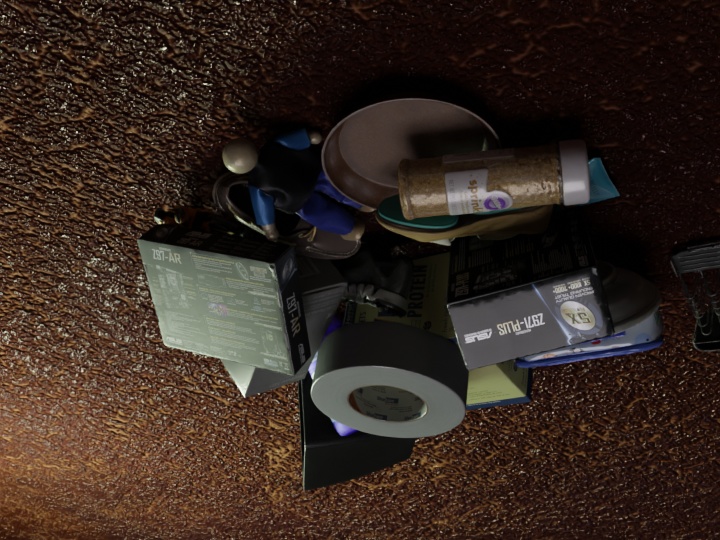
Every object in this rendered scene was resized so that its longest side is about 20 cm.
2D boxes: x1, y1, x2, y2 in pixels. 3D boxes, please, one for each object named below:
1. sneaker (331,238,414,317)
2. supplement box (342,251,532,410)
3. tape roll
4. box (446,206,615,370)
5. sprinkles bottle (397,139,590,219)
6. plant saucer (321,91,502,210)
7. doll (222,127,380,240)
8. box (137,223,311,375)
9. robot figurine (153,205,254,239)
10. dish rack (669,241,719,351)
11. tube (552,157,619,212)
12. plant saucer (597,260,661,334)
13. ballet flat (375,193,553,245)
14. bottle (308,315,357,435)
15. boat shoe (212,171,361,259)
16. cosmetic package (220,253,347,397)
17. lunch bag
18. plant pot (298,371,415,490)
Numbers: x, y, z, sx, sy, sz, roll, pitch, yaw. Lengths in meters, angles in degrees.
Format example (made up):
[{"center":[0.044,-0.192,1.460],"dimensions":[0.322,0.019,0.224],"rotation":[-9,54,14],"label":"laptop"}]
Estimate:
[{"center":[0.000,0.000,1.318],"dimensions":[0.200,0.091,0.066],"rotation":[13,167,47],"label":"sneaker"},{"center":[0.109,0.092,1.372],"dimensions":[0.199,0.135,0.200],"rotation":[-13,143,30],"label":"supplement box"},{"center":[0.039,0.144,1.282],"dimensions":[0.199,0.066,0.201],"rotation":[7,146,4],"label":"tape roll"},{"center":[0.187,0.013,1.127],"dimensions":[0.163,0.200,0.086],"rotation":[-15,111,12],"label":"box"},{"center":[0.142,-0.096,1.067],"dimensions":[0.199,0.068,0.068],"rotation":[-5,147,11],"label":"sprinkles bottle"},{"center":[0.057,-0.133,1.105],"dimensions":[0.199,0.035,0.200],"rotation":[2,147,1],"label":"plant saucer"},{"center":[-0.073,-0.095,1.147],"dimensions":[0.200,0.137,0.048],"rotation":[26,-176,-36],"label":"doll"},{"center":[-0.165,0.034,1.209],"dimensions":[0.199,0.044,0.161],"rotation":[9,124,27],"label":"box"},{"center":[-0.181,-0.024,1.300],"dimensions":[0.145,0.058,0.200],"rotation":[7,161,32],"label":"robot figurine"},{"center":[0.480,0.029,1.260],"dimensions":[0.153,0.055,0.200],"rotation":[-11,143,27],"label":"dish rack"},{"center":[0.192,-0.085,1.160],"dimensions":[0.199,0.051,0.077],"rotation":[-14,150,25],"label":"tube"},{"center":[0.264,0.028,1.226],"dimensions":[0.199,0.200,0.050],"rotation":[-8,108,24],"label":"plant saucer"},{"center":[0.118,-0.055,1.125],"dimensions":[0.199,0.069,0.063],"rotation":[-4,137,11],"label":"ballet flat"},{"center":[-0.035,0.132,1.424],"dimensions":[0.065,0.201,0.083],"rotation":[-15,167,-48],"label":"bottle"},{"center":[-0.084,-0.063,1.220],"dimensions":[0.200,0.072,0.060],"rotation":[25,180,-19],"label":"boat shoe"},{"center":[-0.106,0.066,1.308],"dimensions":[0.107,0.090,0.200],"rotation":[-15,142,-34],"label":"cosmetic package"},{"center":[0.287,0.076,1.287],"dimensions":[0.199,0.076,0.160],"rotation":[-11,-174,16],"label":"lunch bag"},{"center":[-0.007,0.215,1.561],"dimensions":[0.177,0.200,0.200],"rotation":[-1,149,-6],"label":"plant pot"}]
